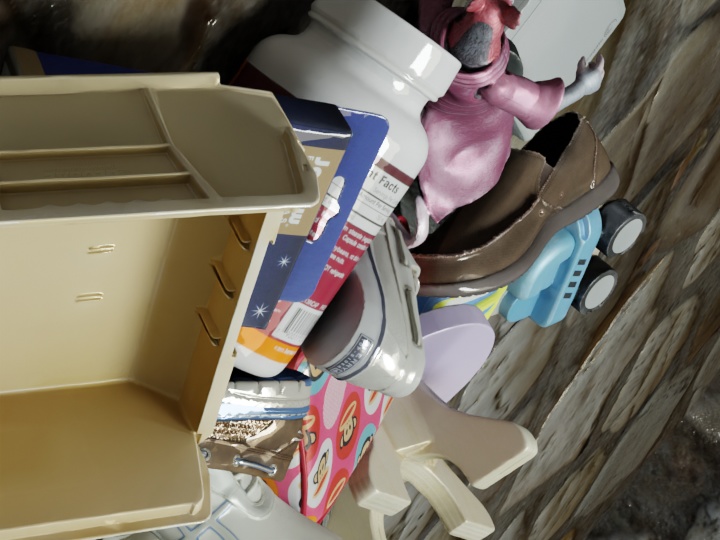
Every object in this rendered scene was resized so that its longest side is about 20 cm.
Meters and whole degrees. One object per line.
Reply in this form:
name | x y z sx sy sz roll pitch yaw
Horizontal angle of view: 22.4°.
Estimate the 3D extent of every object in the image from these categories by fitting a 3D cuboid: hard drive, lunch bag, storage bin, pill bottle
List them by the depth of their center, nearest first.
storage bin | -0.134 0.022 0.784 0.198 0.094 0.200 -4 134 -28
pill bottle | -0.036 -0.052 0.983 0.200 0.113 0.113 -56 162 4
lunch bag | -0.027 0.070 1.161 0.200 0.082 0.177 -55 150 -52
hard drive | 0.137 -0.178 1.317 0.132 0.027 0.200 -53 162 -2

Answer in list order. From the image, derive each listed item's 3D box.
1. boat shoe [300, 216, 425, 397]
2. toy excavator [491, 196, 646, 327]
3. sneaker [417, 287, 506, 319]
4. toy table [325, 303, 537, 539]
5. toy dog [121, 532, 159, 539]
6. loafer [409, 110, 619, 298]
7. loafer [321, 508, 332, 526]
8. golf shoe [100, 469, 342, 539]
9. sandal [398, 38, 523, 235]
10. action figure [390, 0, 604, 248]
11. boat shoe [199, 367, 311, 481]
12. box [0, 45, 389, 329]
boat shoe | 0.000 0.000 1.066 0.070 0.200 0.071 33 113 -29
toy excavator | 0.118 0.011 1.533 0.200 0.100 0.195 -18 140 -40
sneaker | 0.048 0.016 1.369 0.200 0.076 0.105 -43 158 -26
toy table | 0.029 0.129 1.308 0.200 0.117 0.184 -43 148 26
toy dog | -0.103 0.199 1.237 0.194 0.139 0.200 -64 164 -13
loafer | 0.093 -0.047 1.210 0.200 0.073 0.071 -38 118 -40
loafer | -0.053 0.252 1.581 0.063 0.072 0.200 4 115 -46
golf shoe | -0.088 0.126 1.053 0.078 0.200 0.097 -84 -164 -69
sandal | 0.069 -0.075 1.257 0.075 0.048 0.201 -4 139 -9
action figure | 0.051 -0.120 1.070 0.149 0.134 0.200 -38 171 -9
boat shoe | -0.116 0.089 0.977 0.200 0.072 0.073 2 94 -29
box | -0.086 -0.033 0.861 0.200 0.032 0.121 6 124 -31
